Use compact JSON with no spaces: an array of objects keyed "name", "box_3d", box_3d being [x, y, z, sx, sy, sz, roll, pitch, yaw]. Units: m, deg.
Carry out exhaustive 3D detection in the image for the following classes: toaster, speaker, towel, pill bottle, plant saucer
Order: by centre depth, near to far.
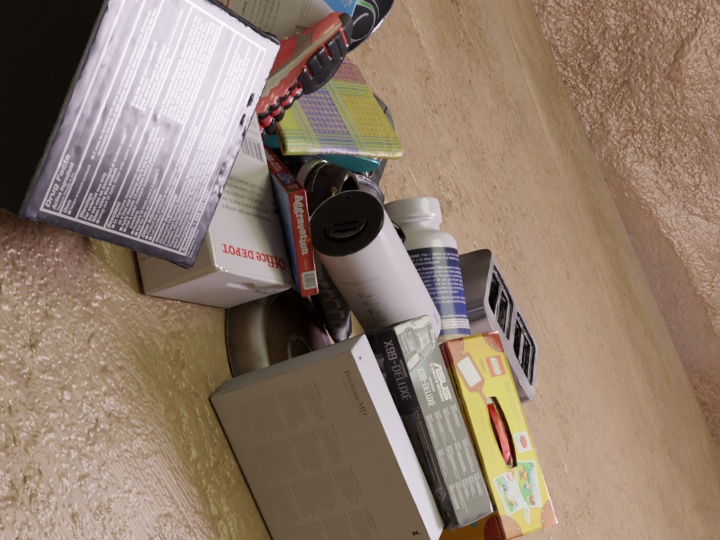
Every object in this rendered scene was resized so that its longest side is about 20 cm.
[{"name":"speaker","box_3d":[0.017,0.009,1.177,0.200,0.081,0.082,59,23,-50]},{"name":"plant saucer","box_3d":[-0.071,0.096,1.208,0.200,0.032,0.201,48,33,-45]},{"name":"towel","box_3d":[-0.041,-0.185,1.324,0.199,0.023,0.144,-5,63,-49]},{"name":"pill bottle","box_3d":[0.074,0.014,1.475,0.111,0.111,0.201,13,67,-64]},{"name":"toaster","box_3d":[0.157,0.092,1.622,0.181,0.118,0.200,60,25,-23]}]

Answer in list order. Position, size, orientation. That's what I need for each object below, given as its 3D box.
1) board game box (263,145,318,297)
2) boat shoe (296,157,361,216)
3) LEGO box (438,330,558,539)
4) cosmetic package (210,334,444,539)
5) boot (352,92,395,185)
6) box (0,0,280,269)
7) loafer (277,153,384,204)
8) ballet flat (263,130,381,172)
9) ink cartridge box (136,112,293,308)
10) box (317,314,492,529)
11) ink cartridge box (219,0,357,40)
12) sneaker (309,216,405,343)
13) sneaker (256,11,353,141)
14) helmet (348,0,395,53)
[{"name":"board game box","box_3d":[-0.077,-0.054,1.168,0.200,0.019,0.104,-129,-149,-67]},{"name":"boat shoe","box_3d":[-0.020,-0.030,1.318,0.072,0.060,0.202,-42,133,-33]},{"name":"LEGO box","box_3d":[0.100,0.182,1.200,0.077,0.149,0.201,-8,76,-36]},{"name":"cosmetic package","box_3d":[-0.029,0.177,1.081,0.201,0.150,0.052,68,23,-9]},{"name":"boot","box_3d":[-0.004,-0.185,1.530,0.200,0.072,0.182,-69,150,-48]},{"name":"box","box_3d":[-0.189,-0.128,0.876,0.198,0.123,0.201,22,91,-61]},{"name":"loafer","box_3d":[-0.037,-0.081,1.386,0.200,0.073,0.073,15,67,-53]},{"name":"ballet flat","box_3d":[-0.055,-0.161,1.350,0.199,0.069,0.070,8,63,-43]},{"name":"ink cartridge box","box_3d":[-0.148,-0.074,1.091,0.145,0.084,0.201,15,59,-63]},{"name":"box","box_3d":[0.035,0.157,1.157,0.050,0.157,0.201,-16,86,-37]},{"name":"ink cartridge box","box_3d":[-0.110,-0.295,1.239,0.199,0.116,0.067,9,29,-22]},{"name":"sneaker","box_3d":[0.000,0.000,1.264,0.075,0.115,0.200,59,-11,34]},{"name":"sneaker","box_3d":[-0.094,-0.212,1.212,0.087,0.200,0.074,44,-10,13]},{"name":"helmet","box_3d":[-0.065,-0.360,1.364,0.191,0.199,0.201,48,31,-50]}]
